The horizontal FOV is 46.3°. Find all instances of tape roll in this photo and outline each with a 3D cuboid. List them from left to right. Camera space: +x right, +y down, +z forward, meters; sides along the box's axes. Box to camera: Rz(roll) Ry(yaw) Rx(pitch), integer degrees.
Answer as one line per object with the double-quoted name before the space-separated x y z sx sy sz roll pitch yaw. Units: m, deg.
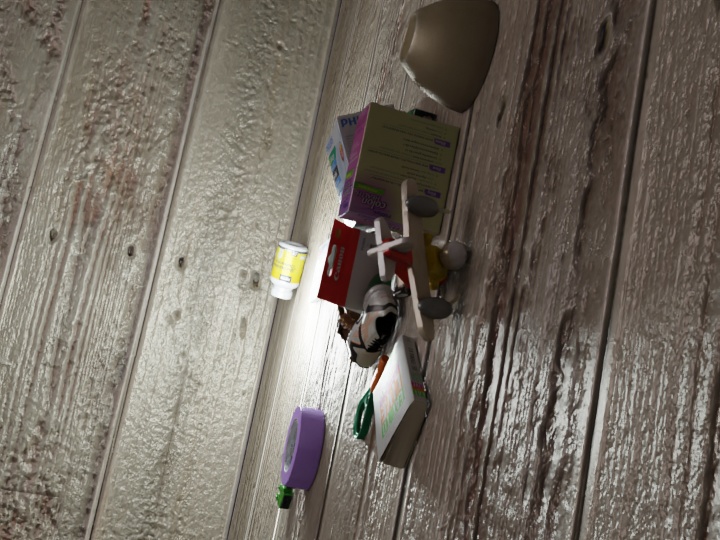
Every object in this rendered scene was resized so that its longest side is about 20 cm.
"tape roll" -0.148 0.451 2.149 0.200 0.065 0.204 -167 90 -78

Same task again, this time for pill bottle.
"pill bottle" -0.271 -0.002 3.120 0.112 0.110 0.203 -126 50 -75

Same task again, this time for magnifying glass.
"magnifying glass" 0.020 0.252 1.674 0.080 0.022 0.202 -95 22 -57

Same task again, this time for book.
"book" 0.068 0.219 1.438 0.201 0.047 0.135 -98 28 -64

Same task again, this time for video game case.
"video game case" -0.117 0.000 2.606 0.200 0.023 0.185 145 137 -73

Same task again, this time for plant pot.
"plant pot" 0.147 -0.401 1.513 0.200 0.132 0.204 -166 90 -79

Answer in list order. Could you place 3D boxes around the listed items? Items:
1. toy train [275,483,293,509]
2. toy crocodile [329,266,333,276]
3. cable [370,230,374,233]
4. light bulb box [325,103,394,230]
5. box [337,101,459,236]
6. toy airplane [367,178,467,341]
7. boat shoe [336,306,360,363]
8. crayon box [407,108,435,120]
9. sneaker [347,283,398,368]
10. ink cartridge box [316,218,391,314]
"toy train" -0.189 0.558 2.295 0.056 0.041 0.203 -129 53 -63
"toy crocodile" -0.051 0.007 2.184 0.200 0.061 0.069 141 141 -72
"cable" -0.008 -0.006 1.900 0.200 0.050 0.165 -45 24 41
"light bulb box" 0.019 -0.199 1.701 0.198 0.123 0.203 136 120 -78
"box" 0.068 -0.178 1.536 0.097 0.173 0.203 161 121 -76
"toy airplane" 0.096 -0.021 1.319 0.200 0.139 0.203 -72 -30 -59
"boat shoe" -0.023 0.134 1.894 0.201 0.066 0.073 -94 21 -55
"crayon box" 0.098 -0.266 1.802 0.200 0.050 0.129 -171 93 -79
"sneaker" 0.025 0.126 1.667 0.081 0.073 0.202 -114 29 -46
"ink cartridge box" 0.000 0.000 1.685 0.199 0.049 0.164 25 -105 -58
